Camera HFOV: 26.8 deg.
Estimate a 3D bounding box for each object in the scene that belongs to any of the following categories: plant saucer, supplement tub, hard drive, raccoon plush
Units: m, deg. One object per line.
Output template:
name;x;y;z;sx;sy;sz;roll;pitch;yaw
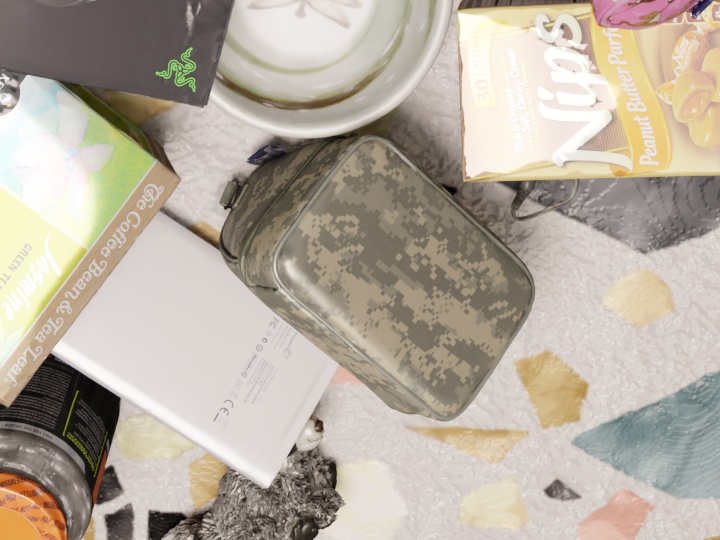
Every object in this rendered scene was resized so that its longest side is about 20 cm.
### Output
plant saucer;-0.037;-0.194;1.030;0.198;0.050;0.202;-1;105;-3
supplement tub;-0.254;0.142;1.146;0.121;0.201;0.124;1;118;1
hard drive;-0.121;0.055;1.143;0.199;0.025;0.133;34;75;-9
raccoon plush;-0.108;0.165;1.223;0.199;0.097;0.135;-24;108;14

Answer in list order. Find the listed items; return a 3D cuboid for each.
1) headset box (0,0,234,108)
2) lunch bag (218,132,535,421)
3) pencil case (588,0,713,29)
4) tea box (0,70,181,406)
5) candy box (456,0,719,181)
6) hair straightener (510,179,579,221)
headset box;-0.162;-0.206;0.915;0.198;0.093;0.176;9;112;-26
lunch bag;0.000;0.000;1.088;0.200;0.167;0.140;39;75;-20
pencil case;0.158;-0.250;0.935;0.086;0.202;0.083;-12;164;-17
tea box;-0.262;-0.054;1.048;0.196;0.134;0.201;36;93;-19
candy box;0.165;-0.123;0.998;0.198;0.055;0.117;-1;107;7
hair straightener;0.132;-0.121;1.063;0.041;0.077;0.202;-8;121;-25
